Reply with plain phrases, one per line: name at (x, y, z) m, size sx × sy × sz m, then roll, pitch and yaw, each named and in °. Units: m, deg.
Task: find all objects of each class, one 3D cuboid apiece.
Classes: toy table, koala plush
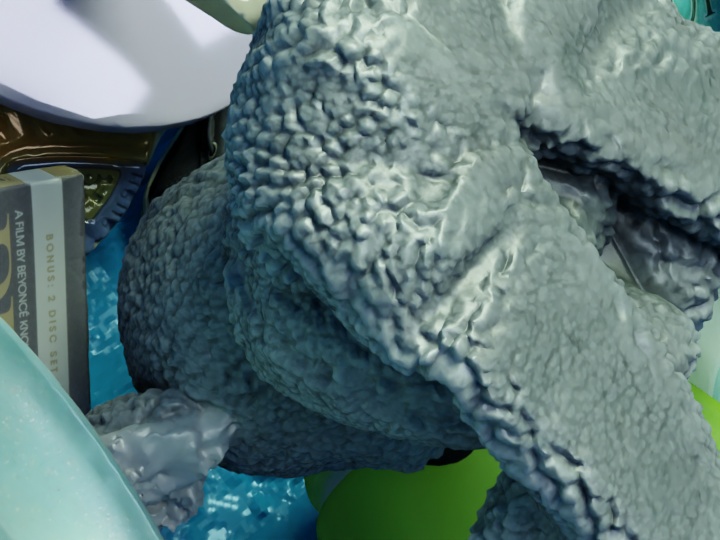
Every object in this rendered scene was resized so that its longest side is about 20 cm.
toy table at (-0.097, -0.129, 0.851) m, size 0.199 × 0.117 × 0.184 m, roll 30°, pitch 82°, yaw -7°
koala plush at (0.000, 0.000, 0.831) m, size 0.184 × 0.200 × 0.178 m, roll 41°, pitch 55°, yaw -22°

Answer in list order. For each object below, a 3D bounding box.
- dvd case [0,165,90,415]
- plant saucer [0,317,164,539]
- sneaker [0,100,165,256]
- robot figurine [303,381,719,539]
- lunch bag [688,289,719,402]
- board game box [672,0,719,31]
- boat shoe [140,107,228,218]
dvd case at (-0.165, 0.057, 0.861) m, size 0.199 × 0.016 × 0.150 m, roll -11°, pitch 109°, yaw -35°
plant saucer at (-0.098, 0.074, 0.709) m, size 0.200 × 0.036 × 0.200 m, roll 51°, pitch 14°, yaw -18°
sneaker at (-0.095, -0.054, 0.955) m, size 0.200 × 0.088 × 0.075 m, roll -39°, pitch 101°, yaw -10°
robot figurine at (0.050, 0.095, 0.923) m, size 0.115 × 0.175 × 0.201 m, roll 6°, pitch 54°, yaw -40°
lunch bag at (0.170, 0.049, 1.029) m, size 0.199 × 0.077 × 0.161 m, roll -18°, pitch 115°, yaw -34°
board game box at (0.097, -0.088, 0.975) m, size 0.200 × 0.028 × 0.136 m, roll -30°, pitch 111°, yaw -61°
boat shoe at (-0.009, -0.078, 1.016) m, size 0.074 × 0.062 × 0.200 m, roll 37°, pitch 58°, yaw -12°
